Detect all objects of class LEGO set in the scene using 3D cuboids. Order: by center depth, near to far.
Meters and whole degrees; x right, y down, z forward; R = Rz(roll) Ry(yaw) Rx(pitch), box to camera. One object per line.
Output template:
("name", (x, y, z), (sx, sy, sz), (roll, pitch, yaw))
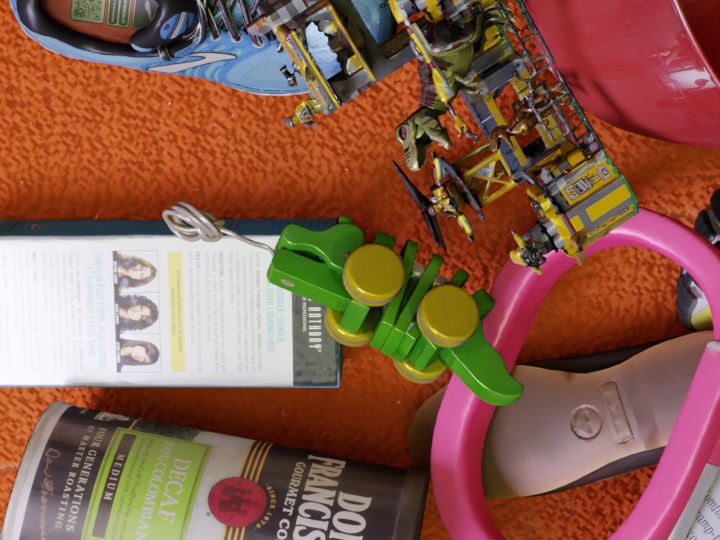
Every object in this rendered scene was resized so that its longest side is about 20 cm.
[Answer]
("LEGO set", (0.030, -0.075, 0.943), (0.115, 0.154, 0.201), (-33, 120, -1))

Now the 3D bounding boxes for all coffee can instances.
("coffee can", (-0.074, 0.157, 1.033), (0.198, 0.146, 0.147), (10, 103, 4))

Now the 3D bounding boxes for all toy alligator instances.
("toy alligator", (0.000, 0.000, 1.004), (0.199, 0.059, 0.054), (29, 60, 1))

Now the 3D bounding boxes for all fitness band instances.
("fitness band", (0.112, 0.065, 0.999), (0.143, 0.037, 0.201), (25, 91, 32))

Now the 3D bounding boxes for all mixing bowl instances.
("mixing bowl", (0.146, -0.140, 0.960), (0.108, 0.200, 0.201), (-17, 104, 38))

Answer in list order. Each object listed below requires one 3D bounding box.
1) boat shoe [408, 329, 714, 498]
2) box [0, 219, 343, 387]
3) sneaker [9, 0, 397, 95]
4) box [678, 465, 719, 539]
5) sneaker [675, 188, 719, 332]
("boat shoe", (0.125, 0.077, 1.051), (0.199, 0.070, 0.071), (-12, 81, 25))
("box", (-0.108, 0.016, 1.058), (0.198, 0.049, 0.083), (0, 103, 2))
("sneaker", (-0.080, -0.123, 1.005), (0.198, 0.090, 0.079), (2, 103, 0))
("box", (0.241, 0.169, 1.015), (0.200, 0.105, 0.184), (-47, 130, 10))
("sneaker", (0.247, -0.031, 1.024), (0.090, 0.078, 0.200), (41, 104, -16))
